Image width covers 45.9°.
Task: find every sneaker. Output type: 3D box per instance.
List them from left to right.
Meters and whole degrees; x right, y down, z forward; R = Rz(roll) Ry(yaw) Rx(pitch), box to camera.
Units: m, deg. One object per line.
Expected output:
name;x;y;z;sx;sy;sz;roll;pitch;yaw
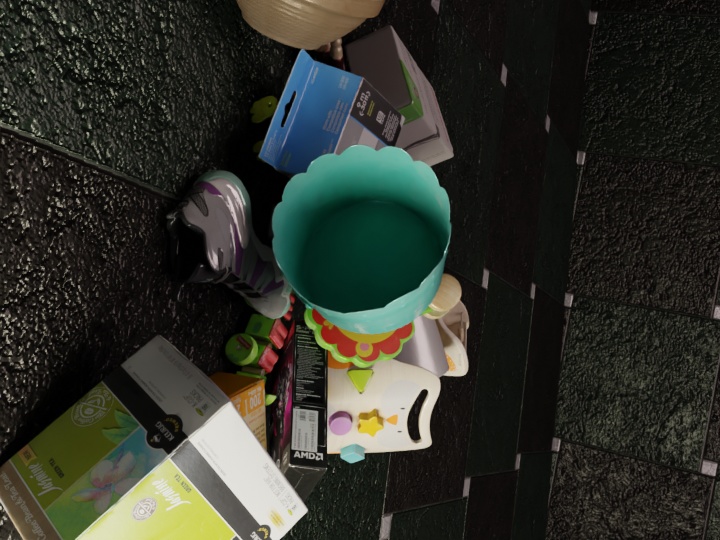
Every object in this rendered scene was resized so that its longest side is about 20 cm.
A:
sneaker;-0.161;0.002;0.962;0.140;0.078;0.200;-53;125;-44

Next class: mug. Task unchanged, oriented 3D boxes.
mug;0.050;0.096;1.401;0.149;0.187;0.153;-15;101;-30

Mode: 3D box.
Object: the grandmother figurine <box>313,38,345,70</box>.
grandmother figurine;-0.048;-0.300;1.149;0.121;0.060;0.200;-99;174;-68

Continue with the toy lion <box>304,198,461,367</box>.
toy lion;0.014;0.013;1.069;0.069;0.192;0.200;123;-54;-73

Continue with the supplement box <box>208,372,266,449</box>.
supplement box;-0.168;0.233;0.983;0.126;0.073;0.200;-24;116;-62

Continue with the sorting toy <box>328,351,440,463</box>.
sorting toy;0.017;0.193;1.189;0.107;0.180;0.200;-90;-175;-66

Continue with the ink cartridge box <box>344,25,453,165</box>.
ink cartridge box;0.063;-0.261;1.331;0.200;0.084;0.146;36;36;-61

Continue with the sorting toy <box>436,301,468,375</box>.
sorting toy;0.134;0.069;1.538;0.200;0.107;0.180;-70;152;-69

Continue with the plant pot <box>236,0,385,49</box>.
plant pot;-0.078;-0.324;0.995;0.201;0.201;0.093;-35;156;-59

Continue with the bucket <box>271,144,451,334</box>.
bucket;0.006;-0.029;0.977;0.135;0.207;0.207;74;28;-69

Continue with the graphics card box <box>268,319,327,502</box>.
graphics card box;-0.078;0.177;1.063;0.126;0.051;0.200;120;-26;-51

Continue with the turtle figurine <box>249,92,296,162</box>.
turtle figurine;-0.080;-0.161;1.119;0.161;0.064;0.200;7;88;-65

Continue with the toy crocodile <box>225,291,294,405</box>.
toy crocodile;-0.118;0.072;1.074;0.068;0.062;0.200;57;44;-59

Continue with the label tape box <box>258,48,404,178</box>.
label tape box;-0.030;-0.168;1.070;0.200;0.066;0.143;27;82;-62

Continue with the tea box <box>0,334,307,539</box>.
tea box;-0.187;0.208;0.784;0.197;0.134;0.200;-42;137;-19
